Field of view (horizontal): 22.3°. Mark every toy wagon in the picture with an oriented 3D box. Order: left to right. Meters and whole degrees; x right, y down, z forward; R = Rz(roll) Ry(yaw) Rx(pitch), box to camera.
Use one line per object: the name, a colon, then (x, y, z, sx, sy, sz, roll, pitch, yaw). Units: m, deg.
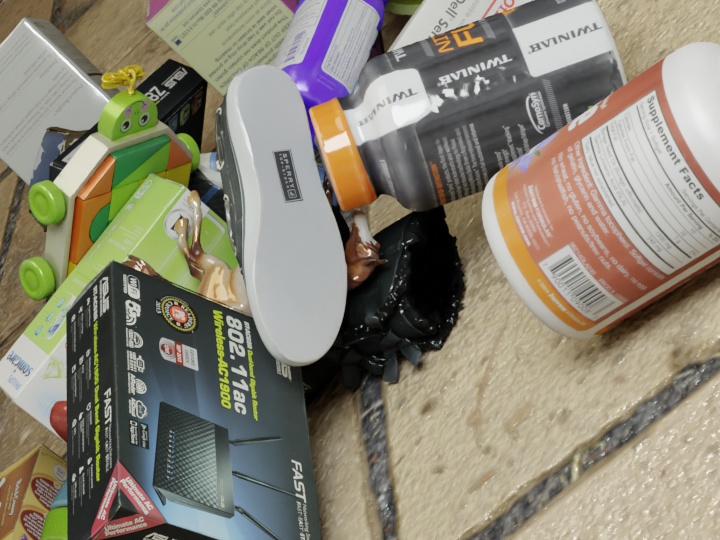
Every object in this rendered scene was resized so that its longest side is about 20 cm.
toy wagon: (-0.187, -0.060, 1.409, 0.155, 0.039, 0.202, -25, -41, -44)

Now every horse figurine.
horse figurine: (-0.074, -0.010, 1.259, 0.199, 0.050, 0.134, -29, 60, 20)

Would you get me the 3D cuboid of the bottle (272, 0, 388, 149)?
bottle: (-0.021, -0.189, 1.434, 0.083, 0.065, 0.201, -38, 26, 51)

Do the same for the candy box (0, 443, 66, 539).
candy box: (-0.288, 0.243, 1.429, 0.116, 0.056, 0.201, -34, 29, 30)

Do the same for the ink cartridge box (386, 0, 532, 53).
ink cartridge box: (0.063, -0.164, 1.341, 0.118, 0.067, 0.200, -56, 4, -16)

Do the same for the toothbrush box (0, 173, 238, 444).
toothbrush box: (-0.156, 0.052, 1.376, 0.200, 0.145, 0.086, -51, 25, -7)

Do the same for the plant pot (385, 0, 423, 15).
plant pot: (0.023, -0.319, 1.605, 0.201, 0.200, 0.190, -51, 11, -5)

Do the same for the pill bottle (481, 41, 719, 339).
pill bottle: (0.174, -0.054, 1.014, 0.199, 0.112, 0.113, -34, 28, 29)

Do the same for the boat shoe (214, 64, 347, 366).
boat shoe: (-0.056, -0.033, 1.193, 0.057, 0.068, 0.202, -33, 62, 59)

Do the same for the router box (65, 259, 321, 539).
router box: (-0.106, 0.106, 1.146, 0.062, 0.149, 0.201, -44, 38, 33)

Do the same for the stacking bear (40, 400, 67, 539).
stacking bear: (-0.175, 0.207, 1.233, 0.113, 0.122, 0.202, 4, 62, 30)

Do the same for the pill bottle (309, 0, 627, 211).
pill bottle: (0.068, -0.103, 1.184, 0.198, 0.107, 0.106, -19, 27, 0)

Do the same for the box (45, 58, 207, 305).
box: (-0.203, -0.068, 1.585, 0.200, 0.049, 0.162, -52, -21, -50)

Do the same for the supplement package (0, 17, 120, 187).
supplement package: (-0.278, -0.133, 1.760, 0.117, 0.200, 0.117, -45, 4, 4)

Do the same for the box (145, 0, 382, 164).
box: (-0.078, -0.211, 1.563, 0.096, 0.200, 0.176, -39, 25, 18)

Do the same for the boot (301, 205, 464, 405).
boot: (-0.001, -0.001, 1.280, 0.162, 0.073, 0.200, -32, 36, 38)

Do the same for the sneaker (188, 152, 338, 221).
sneaker: (-0.098, -0.061, 1.495, 0.198, 0.076, 0.077, 10, 28, 34)

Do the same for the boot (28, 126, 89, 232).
boot: (-0.263, -0.036, 1.684, 0.075, 0.096, 0.202, 14, -88, -77)
